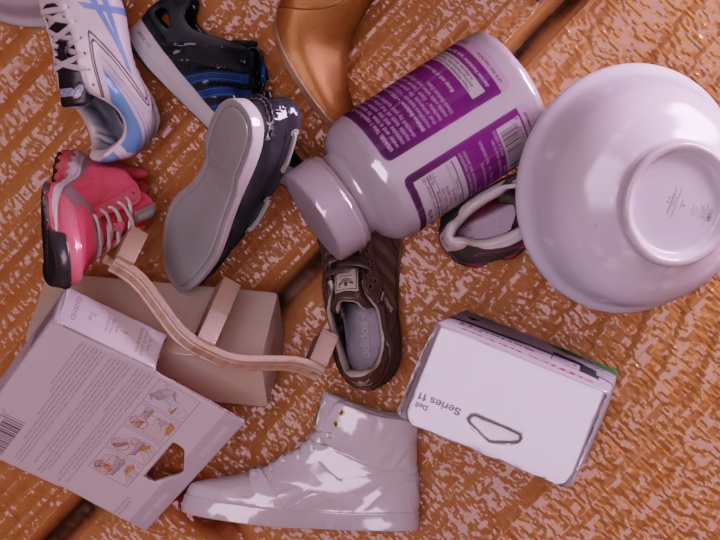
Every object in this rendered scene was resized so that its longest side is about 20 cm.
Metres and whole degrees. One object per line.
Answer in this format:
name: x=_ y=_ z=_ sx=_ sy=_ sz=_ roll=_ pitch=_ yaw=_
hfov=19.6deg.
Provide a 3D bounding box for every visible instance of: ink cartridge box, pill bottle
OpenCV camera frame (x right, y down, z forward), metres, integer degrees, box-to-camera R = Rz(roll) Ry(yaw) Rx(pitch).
ink cartridge box: x=-0.209 y=0.119 z=1.731 sx=0.176 sy=0.045 sz=0.200 roll=28 pitch=135 yaw=-14
pill bottle: x=0.044 y=-0.096 z=1.675 sx=0.200 sy=0.112 sz=0.112 roll=-33 pitch=87 yaw=-10
ink cartridge box: x=0.121 y=0.098 z=1.651 sx=0.147 sy=0.200 sz=0.083 roll=22 pitch=95 yaw=7

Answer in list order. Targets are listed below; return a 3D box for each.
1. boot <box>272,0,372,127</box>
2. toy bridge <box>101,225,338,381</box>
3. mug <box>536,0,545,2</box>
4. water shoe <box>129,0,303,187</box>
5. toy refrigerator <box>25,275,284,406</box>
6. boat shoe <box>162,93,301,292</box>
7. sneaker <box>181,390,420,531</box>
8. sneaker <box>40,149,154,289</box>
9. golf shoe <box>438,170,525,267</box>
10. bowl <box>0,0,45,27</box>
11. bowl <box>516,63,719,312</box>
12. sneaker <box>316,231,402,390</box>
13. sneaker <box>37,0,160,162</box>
boot: x=-0.007 y=-0.228 z=1.722 sx=0.144 sy=0.071 sz=0.201 roll=-27 pitch=83 yaw=12
toy bridge: x=-0.118 y=0.038 z=1.672 sx=0.200 sy=0.027 sz=0.067 roll=28 pitch=58 yaw=-10
mug: x=0.173 y=-0.334 z=1.663 sx=0.177 sy=0.133 sz=0.200 roll=-21 pitch=92 yaw=11
water shoe: x=-0.105 y=-0.153 z=1.742 sx=0.200 sy=0.072 sz=0.079 roll=44 pitch=96 yaw=4
toy refrigerator: x=-0.170 y=0.059 z=1.750 sx=0.200 sy=0.070 sz=0.076 roll=4 pitch=50 yaw=9
boat shoe: x=-0.103 y=-0.059 z=1.692 sx=0.076 sy=0.060 sz=0.200 roll=57 pitch=137 yaw=26
sneaker: x=-0.048 y=0.157 z=1.747 sx=0.200 sy=0.074 sz=0.116 roll=2 pitch=91 yaw=-4
sneaker: x=-0.213 y=-0.049 z=1.706 sx=0.087 sy=0.200 sz=0.074 roll=1 pitch=116 yaw=-2
golf shoe: x=0.157 y=-0.058 z=1.697 sx=0.200 sy=0.088 sz=0.077 roll=-28 pitch=87 yaw=8
bowl: x=-0.284 y=-0.308 z=1.754 sx=0.201 sy=0.090 sz=0.201 roll=0 pitch=92 yaw=9
bowl: x=0.229 y=-0.057 z=1.634 sx=0.201 sy=0.090 sz=0.201 roll=-4 pitch=102 yaw=-18
sneaker: x=0.000 y=0.000 z=1.729 sx=0.070 sy=0.076 sz=0.200 roll=-10 pitch=91 yaw=9
sneaker: x=-0.226 y=-0.181 z=1.712 sx=0.072 sy=0.072 sz=0.200 roll=-2 pitch=120 yaw=41
